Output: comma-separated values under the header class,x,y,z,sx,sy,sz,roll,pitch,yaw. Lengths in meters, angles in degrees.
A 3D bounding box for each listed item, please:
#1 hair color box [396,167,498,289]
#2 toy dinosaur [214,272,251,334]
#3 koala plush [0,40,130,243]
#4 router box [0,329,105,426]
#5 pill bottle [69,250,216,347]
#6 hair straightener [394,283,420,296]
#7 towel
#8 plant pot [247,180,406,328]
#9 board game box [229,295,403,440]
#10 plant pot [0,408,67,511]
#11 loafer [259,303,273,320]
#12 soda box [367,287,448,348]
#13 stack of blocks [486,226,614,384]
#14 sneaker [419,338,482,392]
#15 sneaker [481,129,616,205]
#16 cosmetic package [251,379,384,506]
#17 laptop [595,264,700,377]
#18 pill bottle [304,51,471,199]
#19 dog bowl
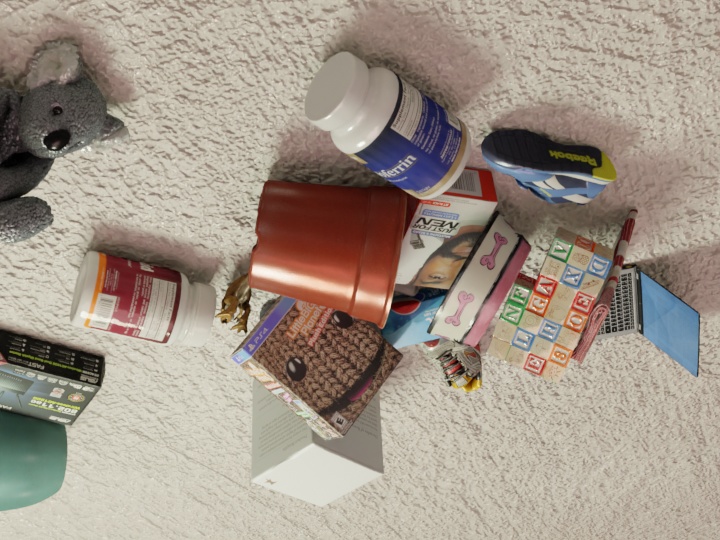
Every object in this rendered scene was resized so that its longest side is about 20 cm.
class,x,y,z,sx,sy,sz,roll,pitch,yaw
hair color box,0.110,-0.061,1.476,0.109,0.065,0.201,6,142,-13
toy dinosaur,-0.181,0.030,1.552,0.060,0.107,0.200,21,142,-22
koala plush,-0.395,-0.174,1.243,0.199,0.184,0.178,-32,126,1
router box,-0.550,0.183,1.726,0.198,0.063,0.150,19,137,-26
pill bottle,-0.323,0.048,1.534,0.198,0.115,0.114,15,138,-22
hair straightener,0.000,0.000,1.541,0.198,0.077,0.041,18,101,-16
towel,0.358,0.022,1.503,0.023,0.201,0.145,21,142,8
plant pot,-0.048,-0.035,1.405,0.193,0.202,0.202,9,141,-4
board game box,-0.066,0.128,1.540,0.200,0.160,0.097,41,160,-6
plant pot,-0.609,0.326,1.805,0.159,0.202,0.201,6,142,-29
loafer,-0.073,0.110,1.673,0.198,0.064,0.072,15,138,-22
soda box,0.083,0.075,1.624,0.198,0.064,0.069,-16,105,14
stack of blocks,0.269,0.045,1.459,0.114,0.059,0.202,23,112,8
sneaker,0.160,0.147,1.697,0.077,0.083,0.200,-22,152,20
sneaker,0.247,-0.132,1.391,0.198,0.075,0.082,13,141,-18
cosmetic package,-0.076,0.266,1.759,0.165,0.202,0.167,28,133,-34
laptop,0.433,0.094,1.655,0.197,0.117,0.188,-11,141,9
pill bottle,0.034,-0.181,1.277,0.199,0.117,0.115,28,132,-33
dog bowl,0.174,0.020,1.465,0.073,0.201,0.201,30,139,7
